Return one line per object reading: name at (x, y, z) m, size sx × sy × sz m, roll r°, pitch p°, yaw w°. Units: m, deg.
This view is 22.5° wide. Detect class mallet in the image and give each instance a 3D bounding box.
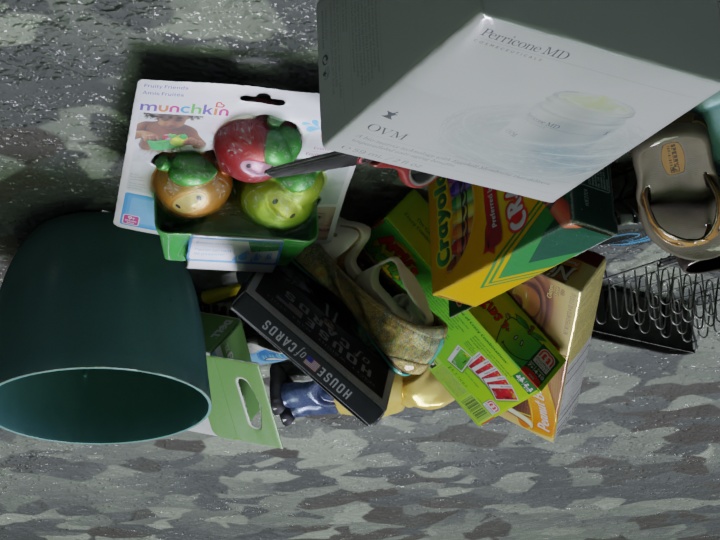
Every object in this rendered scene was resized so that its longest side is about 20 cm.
mallet at (-0.146, 0.021, 1.705) m, size 0.199 × 0.041 × 0.066 m, roll -12°, pitch 154°, yaw 31°

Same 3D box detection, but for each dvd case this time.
dvd case at (-0.033, 0.046, 1.517) m, size 0.150 × 0.200 × 0.025 m, roll 41°, pitch 103°, yaw -6°

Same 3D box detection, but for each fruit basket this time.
fruit basket at (-0.093, -0.076, 1.414) m, size 0.184 × 0.094 × 0.200 m, roll 3°, pitch 153°, yaw -13°

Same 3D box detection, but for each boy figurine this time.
boy figurine at (0.004, 0.121, 1.911) m, size 0.199 × 0.065 × 0.124 m, roll -9°, pitch 155°, yaw 13°

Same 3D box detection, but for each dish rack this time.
dish rack at (0.306, 0.029, 1.716) m, size 0.153 × 0.055 × 0.200 m, roll 11°, pitch 162°, yaw -29°

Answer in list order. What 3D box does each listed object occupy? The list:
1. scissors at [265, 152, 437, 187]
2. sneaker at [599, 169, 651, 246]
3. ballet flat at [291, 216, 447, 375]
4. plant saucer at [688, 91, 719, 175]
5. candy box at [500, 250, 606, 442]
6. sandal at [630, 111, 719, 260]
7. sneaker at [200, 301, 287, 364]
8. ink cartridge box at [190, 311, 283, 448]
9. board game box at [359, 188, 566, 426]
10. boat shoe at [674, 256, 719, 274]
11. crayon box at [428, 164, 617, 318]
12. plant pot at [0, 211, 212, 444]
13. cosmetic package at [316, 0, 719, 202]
scissors at (0.012, -0.095, 1.373) m, size 0.199 × 0.014 × 0.073 m, roll 1°, pitch 137°, yaw -49°
sneaker at (0.191, -0.044, 1.537) m, size 0.199 × 0.074 × 0.082 m, roll -1°, pitch 157°, yaw -1°
ballet flat at (0.000, 0.000, 1.537) m, size 0.071 × 0.200 × 0.071 m, roll -40°, pitch 166°, yaw -12°
plant saucer at (0.308, -0.120, 1.423) m, size 0.199 × 0.036 × 0.200 m, roll -2°, pitch 156°, yaw -1°
candy box at (0.146, 0.051, 1.622) m, size 0.115 × 0.055 × 0.201 m, roll 26°, pitch 140°, yaw 21°
sandal at (0.261, -0.054, 1.434) m, size 0.081 × 0.055 × 0.200 m, roll -17°, pitch 148°, yaw 7°
sneaker at (-0.074, 0.050, 1.753) m, size 0.199 × 0.079 × 0.090 m, roll -10°, pitch 171°, yaw 32°
ink cartridge box at (-0.154, 0.096, 1.707) m, size 0.199 × 0.059 × 0.104 m, roll 8°, pitch 127°, yaw 30°
board game box at (0.076, 0.035, 1.586) m, size 0.200 × 0.048 × 0.102 m, roll 48°, pitch 143°, yaw -3°
boat shoe at (0.368, -0.025, 1.596) m, size 0.199 × 0.074 × 0.075 m, roll -3°, pitch 157°, yaw 2°
crayon box at (0.114, -0.053, 1.441) m, size 0.051 × 0.128 × 0.200 m, roll 15°, pitch 151°, yaw -33°
plant pot at (-0.231, 0.046, 1.590) m, size 0.199 × 0.162 × 0.201 m, roll -3°, pitch 156°, yaw -1°
cosmetic package at (0.104, -0.153, 1.220) m, size 0.198 × 0.124 × 0.200 m, roll 11°, pitch 152°, yaw -29°
